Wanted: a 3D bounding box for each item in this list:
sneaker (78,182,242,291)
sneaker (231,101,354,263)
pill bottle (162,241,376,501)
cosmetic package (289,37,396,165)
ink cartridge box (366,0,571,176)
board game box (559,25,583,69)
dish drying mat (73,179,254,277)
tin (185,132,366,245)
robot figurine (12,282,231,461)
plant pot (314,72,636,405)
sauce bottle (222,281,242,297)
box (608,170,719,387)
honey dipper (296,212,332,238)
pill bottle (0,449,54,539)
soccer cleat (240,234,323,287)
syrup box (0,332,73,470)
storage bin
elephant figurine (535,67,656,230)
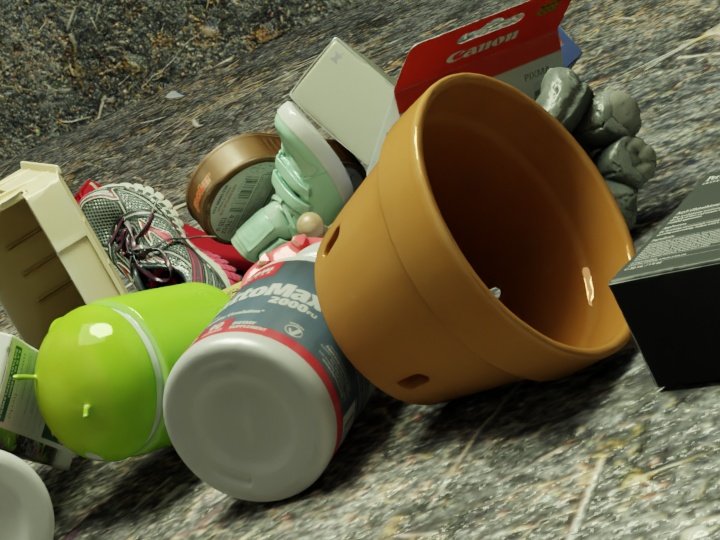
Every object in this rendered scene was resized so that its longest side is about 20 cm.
[{"bbox_3d":[-0.193,-0.017,1.521,0.199,0.081,0.074,35,22,29],"label":"sneaker"},{"bbox_3d":[-0.069,-0.061,1.509,0.118,0.201,0.074,-32,54,-7],"label":"sneaker"},{"bbox_3d":[-0.046,0.059,1.136,0.119,0.120,0.200,-19,16,25],"label":"pill bottle"},{"bbox_3d":[0.006,-0.154,1.572,0.071,0.105,0.200,-49,-6,7],"label":"cosmetic package"},{"bbox_3d":[0.098,-0.135,1.324,0.161,0.050,0.200,-23,-18,-20],"label":"ink cartridge box"},{"bbox_3d":[0.114,-0.143,1.588,0.200,0.062,0.200,-43,-5,-1],"label":"board game box"},{"bbox_3d":[-0.187,-0.036,1.623,0.077,0.198,0.018,-73,7,-71],"label":"dish drying mat"},{"bbox_3d":[-0.076,-0.073,1.584,0.199,0.042,0.112,0,-47,-42],"label":"tin"},{"bbox_3d":[-0.155,0.074,1.220,0.174,0.117,0.199,20,20,35],"label":"robot figurine"},{"bbox_3d":[0.064,-0.005,1.062,0.140,0.201,0.200,-35,7,37],"label":"plant pot"},{"bbox_3d":[-0.102,0.046,1.392,0.199,0.066,0.066,-26,14,13],"label":"sauce bottle"},{"bbox_3d":[0.262,-0.011,0.925,0.199,0.079,0.141,-12,23,45],"label":"box"},{"bbox_3d":[-0.027,-0.028,1.423,0.038,0.038,0.200,-24,-6,8],"label":"honey dipper"},{"bbox_3d":[-0.307,0.178,1.196,0.112,0.113,0.199,-34,16,-28],"label":"pill bottle"},{"bbox_3d":[0.000,0.000,1.319,0.198,0.077,0.067,-22,58,-15],"label":"soccer cleat"},{"bbox_3d":[-0.277,0.097,1.268,0.081,0.080,0.200,12,-11,11],"label":"syrup box"},{"bbox_3d":[-0.293,0.007,1.570,0.093,0.201,0.198,-32,16,-16],"label":"storage bin"},{"bbox_3d":[0.134,-0.068,1.300,0.200,0.154,0.143,162,123,-67],"label":"elephant figurine"}]
